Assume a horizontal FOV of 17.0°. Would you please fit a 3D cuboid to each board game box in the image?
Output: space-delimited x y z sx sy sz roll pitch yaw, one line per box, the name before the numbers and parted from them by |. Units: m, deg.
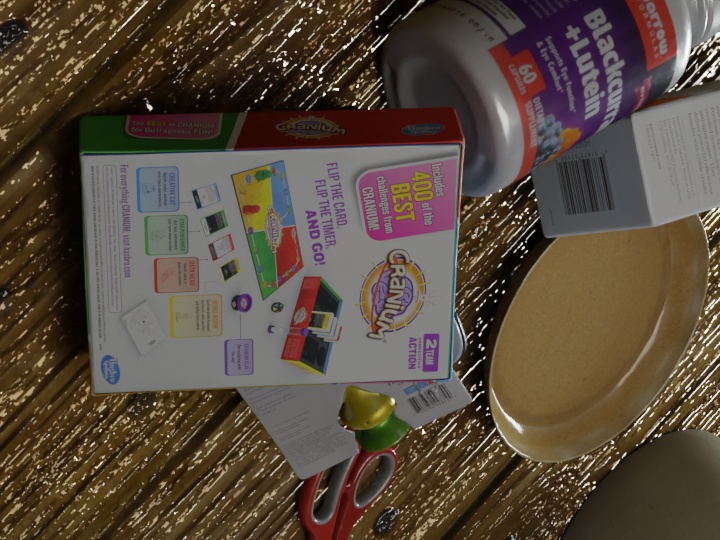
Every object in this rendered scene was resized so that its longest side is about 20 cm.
board game box | -0.048 -0.009 1.283 0.199 0.040 0.154 -1 122 -6

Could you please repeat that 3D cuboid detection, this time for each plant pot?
plant pot | 0.152 0.032 1.593 0.199 0.027 0.201 -23 130 -31
plant pot | 0.248 0.235 1.736 0.200 0.134 0.201 -23 130 -31

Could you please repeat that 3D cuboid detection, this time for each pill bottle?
pill bottle | 0.119 -0.133 1.389 0.199 0.111 0.112 -31 133 -26

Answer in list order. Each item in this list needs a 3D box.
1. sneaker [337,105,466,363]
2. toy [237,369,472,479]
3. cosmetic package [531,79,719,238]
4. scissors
sneaker | 0.000 0.000 1.394 0.087 0.074 0.201 -31 131 -12
toy | -0.032 0.019 1.359 0.115 0.047 0.200 -25 119 13
cosmetic package | 0.210 -0.077 1.507 0.199 0.101 0.072 -16 96 -38
scissors | -0.031 0.190 1.530 0.073 0.014 0.201 5 112 -48
